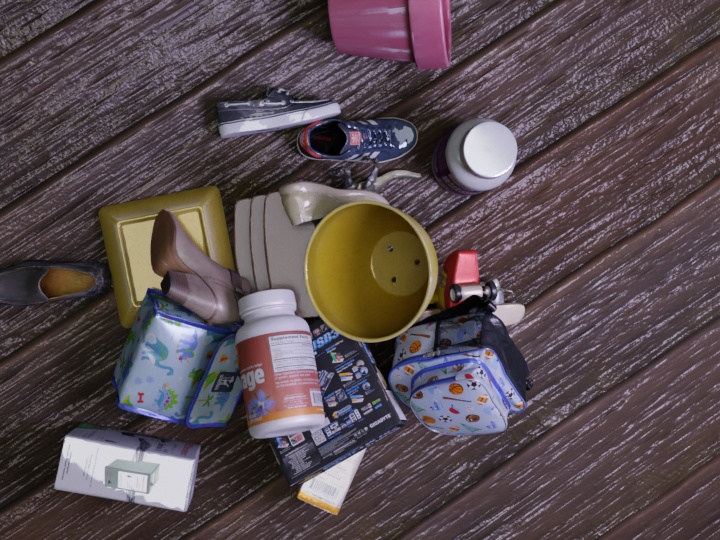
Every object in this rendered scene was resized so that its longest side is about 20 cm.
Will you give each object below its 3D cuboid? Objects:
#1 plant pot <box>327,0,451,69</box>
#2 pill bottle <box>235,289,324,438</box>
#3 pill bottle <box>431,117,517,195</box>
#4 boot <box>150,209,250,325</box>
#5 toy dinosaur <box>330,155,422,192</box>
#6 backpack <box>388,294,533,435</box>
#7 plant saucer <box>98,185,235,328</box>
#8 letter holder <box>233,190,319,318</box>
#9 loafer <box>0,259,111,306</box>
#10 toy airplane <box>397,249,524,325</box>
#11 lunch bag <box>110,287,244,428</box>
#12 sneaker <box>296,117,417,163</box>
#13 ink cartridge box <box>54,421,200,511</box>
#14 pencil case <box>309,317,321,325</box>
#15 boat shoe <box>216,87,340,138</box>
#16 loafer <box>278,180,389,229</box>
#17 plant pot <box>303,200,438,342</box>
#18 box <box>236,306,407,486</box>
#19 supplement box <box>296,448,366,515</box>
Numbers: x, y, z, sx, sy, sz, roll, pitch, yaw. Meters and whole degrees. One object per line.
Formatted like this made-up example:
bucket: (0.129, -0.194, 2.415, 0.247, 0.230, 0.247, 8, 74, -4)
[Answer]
plant pot: (0.047, -0.413, 1.519, 0.177, 0.200, 0.202, -3, 91, 10)
pill bottle: (-0.122, 0.135, 1.406, 0.111, 0.112, 0.202, -10, 75, -5)
pill bottle: (0.180, -0.178, 1.516, 0.111, 0.200, 0.113, 0, 90, -5)
boot: (-0.241, 0.001, 1.487, 0.145, 0.201, 0.070, 20, 129, -34)
toy dinosaur: (0.003, -0.138, 1.568, 0.199, 0.047, 0.089, -32, 128, -12)
backpack: (0.140, 0.158, 1.449, 0.189, 0.155, 0.201, -7, 130, 31)
plant saucer: (-0.306, -0.022, 1.548, 0.198, 0.048, 0.202, -12, 92, -5)
letter holder: (-0.132, -0.022, 1.539, 0.141, 0.101, 0.202, -6, 91, -4)
loafer: (-0.496, 0.017, 1.517, 0.198, 0.072, 0.073, -9, 92, -5)
toy airplane: (0.146, 0.069, 1.561, 0.199, 0.141, 0.200, -41, 128, 9)
lunch bag: (-0.264, 0.146, 1.508, 0.199, 0.127, 0.171, 20, 102, -27)
sneaker: (-0.002, -0.210, 1.557, 0.198, 0.085, 0.076, -7, 91, -6)
ink cartridge box: (-0.353, 0.302, 1.497, 0.198, 0.146, 0.085, 12, 88, -6)
pencil case: (-0.101, 0.165, 1.550, 0.200, 0.078, 0.087, -49, 137, -4)
boat shoe: (-0.133, -0.262, 1.555, 0.198, 0.072, 0.068, -9, 93, 2)
loafer: (-0.040, -0.090, 1.474, 0.199, 0.075, 0.069, 6, 83, -37)
plant pot: (0.035, -0.004, 1.431, 0.198, 0.142, 0.202, 2, 96, 24)
box: (-0.061, 0.190, 1.460, 0.199, 0.050, 0.199, -31, 71, 8)
supplement box: (-0.031, 0.269, 1.537, 0.073, 0.126, 0.201, 24, 87, -3)
